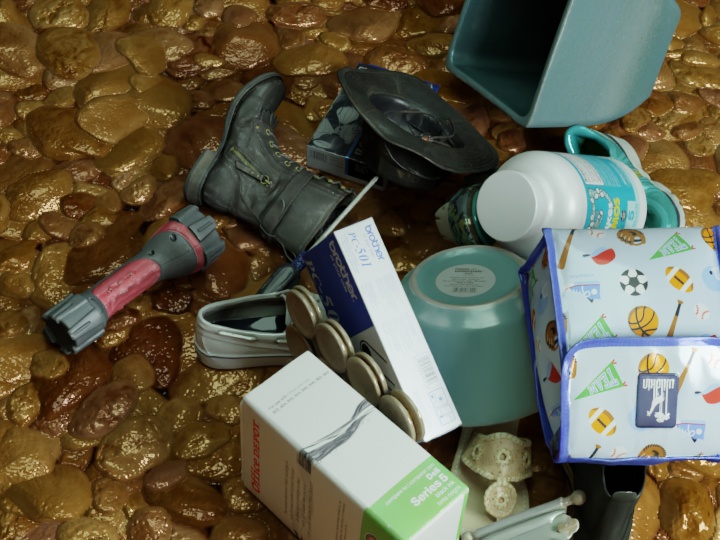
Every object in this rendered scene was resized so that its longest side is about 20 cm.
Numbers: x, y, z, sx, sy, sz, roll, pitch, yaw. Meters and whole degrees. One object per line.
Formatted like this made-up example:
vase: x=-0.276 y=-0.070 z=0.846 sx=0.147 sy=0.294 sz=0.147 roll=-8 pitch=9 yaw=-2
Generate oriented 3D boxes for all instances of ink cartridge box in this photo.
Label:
ink cartridge box: x=-0.010 y=0.189 z=1.196 sx=0.084 sy=0.146 sz=0.200 roll=-35 pitch=59 yaw=-29
ink cartridge box: x=0.019 y=-0.183 z=1.600 sx=0.099 sy=0.039 sz=0.201 roll=17 pitch=49 yaw=12
ink cartridge box: x=0.017 y=0.061 z=1.235 sx=0.044 sy=0.094 sz=0.201 roll=-22 pitch=86 yaw=-24

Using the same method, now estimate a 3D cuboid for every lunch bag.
lunch bag: x=0.236 y=0.067 z=1.171 sx=0.169 sy=0.124 sz=0.201 roll=0 pitch=65 yaw=-5

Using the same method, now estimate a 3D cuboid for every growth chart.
growth chart: x=0.129 y=0.290 z=1.157 sx=0.144 sy=0.018 sz=0.201 roll=-22 pitch=44 yaw=28

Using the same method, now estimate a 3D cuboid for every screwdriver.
screwdriver: x=-0.044 y=-0.031 z=1.430 sx=0.028 sy=0.029 sz=0.200 roll=38 pitch=77 yaw=11

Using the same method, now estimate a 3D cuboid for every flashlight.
flashlight: x=-0.229 y=0.011 z=1.393 sx=0.068 sy=0.068 sz=0.200 roll=36 pitch=54 yaw=21

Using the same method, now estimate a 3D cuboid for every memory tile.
memory tile: x=-0.009 y=0.115 z=1.252 sx=0.017 sy=0.154 sz=0.200 roll=-26 pitch=53 yaw=-24

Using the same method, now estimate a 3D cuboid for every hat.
hat: x=0.048 y=-0.139 z=1.483 sx=0.199 sy=0.081 sz=0.201 roll=22 pitch=29 yaw=-13

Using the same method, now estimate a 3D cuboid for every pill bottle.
pill bottle: x=0.200 y=-0.064 z=1.386 sx=0.111 sy=0.111 sz=0.199 roll=43 pitch=27 yaw=29

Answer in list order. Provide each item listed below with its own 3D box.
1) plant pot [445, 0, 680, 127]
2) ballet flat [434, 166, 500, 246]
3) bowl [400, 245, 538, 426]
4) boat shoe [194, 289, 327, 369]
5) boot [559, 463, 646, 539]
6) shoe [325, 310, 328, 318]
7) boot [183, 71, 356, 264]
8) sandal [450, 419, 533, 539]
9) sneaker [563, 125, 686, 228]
plant pot: x=0.252 y=-0.281 z=1.585 sx=0.199 sy=0.198 sz=0.196 roll=3 pitch=27 yaw=-30
ballet flat: x=0.115 y=-0.059 z=1.445 sx=0.074 sy=0.075 sz=0.200 roll=18 pitch=20 yaw=12
bowl: x=0.109 y=0.049 z=1.317 sx=0.199 sy=0.106 sz=0.201 roll=-5 pitch=32 yaw=3
boat shoe: x=-0.067 y=0.054 z=1.366 sx=0.198 sy=0.066 sz=0.074 roll=-10 pitch=49 yaw=-13
boot: x=0.230 y=0.163 z=1.241 sx=0.077 sy=0.139 sz=0.201 roll=2 pitch=48 yaw=-2
shoe: x=0.000 y=0.000 z=1.383 sx=0.069 sy=0.054 sz=0.200 roll=18 pitch=22 yaw=-8
boot: x=-0.081 y=-0.110 z=1.505 sx=0.173 sy=0.069 sz=0.201 roll=24 pitch=70 yaw=16
sandal: x=0.125 y=0.163 z=1.279 sx=0.077 sy=0.070 sz=0.213 roll=7 pitch=49 yaw=2
sneaker: x=0.281 y=-0.088 z=1.495 sx=0.079 sy=0.078 sz=0.200 roll=25 pitch=24 yaw=-41
